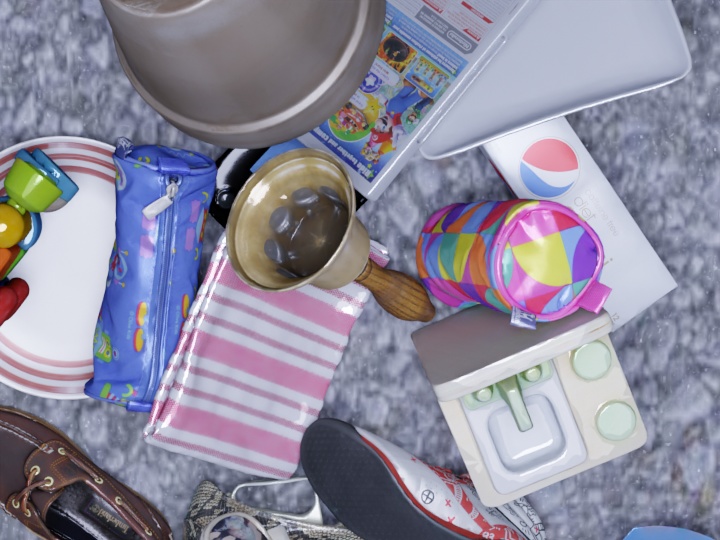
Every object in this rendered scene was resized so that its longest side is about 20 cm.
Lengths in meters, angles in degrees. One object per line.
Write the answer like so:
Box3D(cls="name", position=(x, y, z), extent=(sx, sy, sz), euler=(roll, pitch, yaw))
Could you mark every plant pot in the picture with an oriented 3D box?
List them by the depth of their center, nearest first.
Box3D(cls="plant pot", position=(-0.100, -0.199, 0.998), extent=(0.199, 0.173, 0.202), euler=(-3, 80, 15))

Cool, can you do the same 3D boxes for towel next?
Box3D(cls="towel", position=(-0.067, 0.053, 1.091), extent=(0.146, 0.030, 0.201), euler=(22, 90, -43))

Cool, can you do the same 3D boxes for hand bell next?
Box3D(cls="hand bell", position=(0.000, 0.000, 1.070), extent=(0.104, 0.200, 0.105), euler=(-13, 63, 27))

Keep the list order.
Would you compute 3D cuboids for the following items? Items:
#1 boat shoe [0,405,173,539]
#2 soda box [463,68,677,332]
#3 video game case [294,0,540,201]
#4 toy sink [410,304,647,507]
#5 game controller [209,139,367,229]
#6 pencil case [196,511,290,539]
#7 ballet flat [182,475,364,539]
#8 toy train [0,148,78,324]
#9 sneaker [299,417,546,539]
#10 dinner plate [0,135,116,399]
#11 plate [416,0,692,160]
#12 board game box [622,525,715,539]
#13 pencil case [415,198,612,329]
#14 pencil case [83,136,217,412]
Box3D(cls="boat shoe", position=(-0.230, 0.170, 1.129), extent=(0.199, 0.070, 0.071), euler=(30, 97, -5))
Box3D(cls="soda box", position=(0.154, -0.055, 1.114), extent=(0.064, 0.068, 0.200), euler=(-35, 98, 4))
Box3D(cls="video game case", position=(0.023, -0.167, 1.060), extent=(0.143, 0.018, 0.200), euler=(41, 93, 26))
Box3D(cls="toy sink", position=(0.122, 0.088, 1.068), extent=(0.130, 0.200, 0.113), euler=(-23, 98, 0))
Box3D(cls="game controller", position=(-0.025, -0.096, 1.114), extent=(0.104, 0.042, 0.200), euler=(44, 95, -8))
Box3D(cls="pencil case", position=(-0.131, 0.263, 1.106), extent=(0.200, 0.089, 0.078), euler=(-47, 58, 32))
Box3D(cls="ballet flat", position=(-0.036, 0.199, 1.150), extent=(0.199, 0.068, 0.076), euler=(12, 75, -3))
Box3D(cls="toy train", position=(-0.248, -0.026, 1.006), extent=(0.085, 0.200, 0.116), euler=(39, 89, -8))
Box3D(cls="sneaker", position=(0.052, 0.176, 1.135), extent=(0.201, 0.108, 0.068), euler=(34, 110, 15))
Box3D(cls="dinner plate", position=(-0.223, -0.002, 1.127), extent=(0.199, 0.024, 0.202), euler=(0, 99, -3))
Box3D(cls="plate", position=(0.118, -0.191, 1.065), extent=(0.198, 0.032, 0.201), euler=(-17, 68, 11))
Box3D(cls="board game box", position=(0.228, 0.292, 1.186), extent=(0.158, 0.039, 0.200), euler=(38, 100, -12))
Box3D(cls="pencil case", position=(0.103, -0.007, 1.053), extent=(0.088, 0.200, 0.089), euler=(-1, 95, -14))
Box3D(cls="pencil case", position=(-0.152, 0.006, 1.078), extent=(0.077, 0.087, 0.202), euler=(6, 99, -14))
